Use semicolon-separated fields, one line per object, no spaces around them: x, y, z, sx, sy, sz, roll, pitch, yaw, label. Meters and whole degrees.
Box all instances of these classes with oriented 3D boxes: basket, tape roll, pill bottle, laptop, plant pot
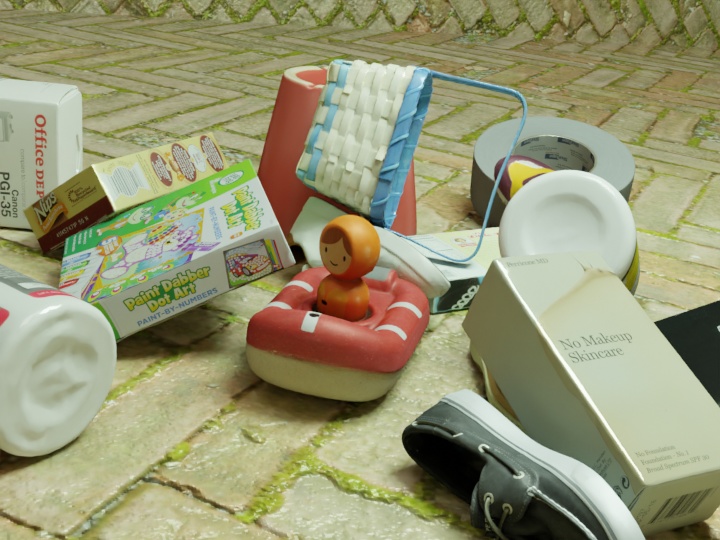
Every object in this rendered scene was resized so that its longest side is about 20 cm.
0.049;-0.121;1.012;0.199;0.178;0.139;21;1;10;basket
0.238;-0.115;1.271;0.199;0.067;0.201;0;38;0;tape roll
0.191;-0.009;0.907;0.112;0.113;0.200;13;-8;19;pill bottle
-0.278;0.045;0.719;0.199;0.112;0.110;19;24;31;pill bottle
0.334;0.110;0.864;0.199;0.117;0.187;-20;15;14;laptop
-0.025;-0.133;1.163;0.199;0.179;0.201;5;21;-2;plant pot

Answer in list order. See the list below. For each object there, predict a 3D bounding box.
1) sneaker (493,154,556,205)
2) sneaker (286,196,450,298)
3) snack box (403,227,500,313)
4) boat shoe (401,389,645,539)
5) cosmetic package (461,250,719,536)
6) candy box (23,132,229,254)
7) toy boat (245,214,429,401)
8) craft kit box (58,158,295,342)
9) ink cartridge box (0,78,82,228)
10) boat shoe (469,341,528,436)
0.224;-0.079;1.117;0.075;0.090;0.200;-34;60;-18;sneaker
0.000;0.000;0.981;0.199;0.085;0.073;27;-12;44;sneaker
0.128;-0.005;1.067;0.199;0.037;0.116;-7;26;-30;snack box
0.093;0.141;0.644;0.066;0.070;0.200;-24;35;-22;boat shoe
0.165;0.081;0.708;0.103;0.073;0.201;-6;47;-28;cosmetic package
-0.241;-0.085;1.076;0.115;0.056;0.200;-24;3;32;candy box
-0.014;0.019;0.831;0.129;0.132;0.200;10;21;12;toy boat
-0.168;-0.018;0.900;0.196;0.049;0.200;-22;25;-5;craft kit box
-0.408;-0.130;1.091;0.198;0.148;0.083;5;22;-2;ink cartridge box
0.133;0.069;0.819;0.071;0.077;0.200;0;22;-15;boat shoe
